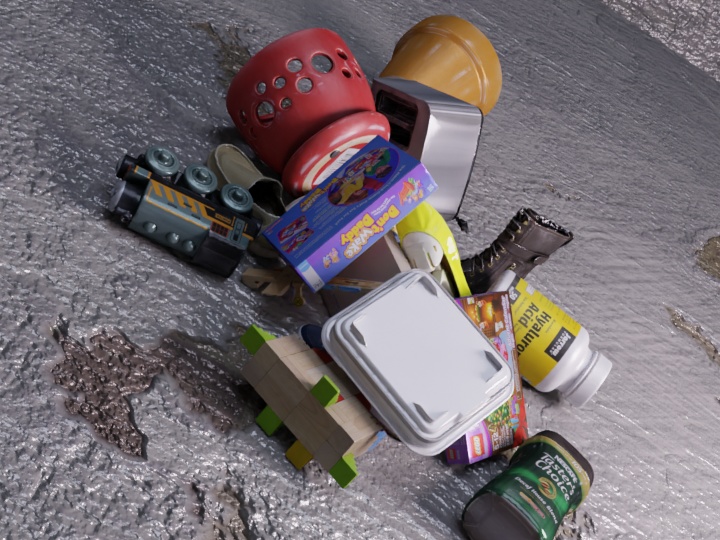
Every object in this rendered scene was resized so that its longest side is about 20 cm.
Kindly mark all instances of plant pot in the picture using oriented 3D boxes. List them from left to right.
[{"bbox_3d":[-0.066,-0.215,1.669,0.200,0.200,0.183,-11,62,-51],"label":"plant pot"},{"bbox_3d":[0.114,-0.311,1.995,0.200,0.201,0.183,41,47,7],"label":"plant pot"}]

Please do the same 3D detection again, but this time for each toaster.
[{"bbox_3d":[0.083,-0.176,1.730,0.118,0.182,0.200,0,22,-38],"label":"toaster"}]

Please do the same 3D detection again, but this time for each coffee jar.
[{"bbox_3d":[0.207,0.271,1.399,0.104,0.085,0.200,43,31,11],"label":"coffee jar"}]

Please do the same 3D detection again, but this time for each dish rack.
[{"bbox_3d":[0.072,0.094,1.334,0.171,0.044,0.200,-32,73,-30],"label":"dish rack"}]

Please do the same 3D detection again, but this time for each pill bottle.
[{"bbox_3d":[0.252,0.100,1.644,0.200,0.112,0.111,38,31,2],"label":"pill bottle"}]

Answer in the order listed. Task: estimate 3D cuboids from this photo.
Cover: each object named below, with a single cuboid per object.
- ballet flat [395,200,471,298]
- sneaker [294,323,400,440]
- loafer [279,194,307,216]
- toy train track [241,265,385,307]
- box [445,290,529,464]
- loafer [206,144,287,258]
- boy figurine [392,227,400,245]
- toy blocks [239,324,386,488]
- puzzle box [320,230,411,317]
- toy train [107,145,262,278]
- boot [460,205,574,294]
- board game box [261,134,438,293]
[{"bbox_3d":[0.095,-0.001,1.483,0.201,0.066,0.067,64,28,-25],"label":"ballet flat"},{"bbox_3d":[0.020,0.108,1.404,0.200,0.109,0.070,39,33,3],"label":"sneaker"},{"bbox_3d":[-0.040,-0.083,1.638,0.199,0.063,0.072,-21,102,-33],"label":"loafer"},{"bbox_3d":[-0.052,0.025,1.446,0.198,0.033,0.115,5,24,18],"label":"toy train track"},{"bbox_3d":[0.150,0.132,1.465,0.136,0.039,0.202,-8,90,-48],"label":"box"},{"bbox_3d":[-0.143,-0.105,1.564,0.075,0.068,0.201,1,46,-44],"label":"loafer"},{"bbox_3d":[0.051,-0.024,1.620,0.064,0.125,0.200,2,13,13],"label":"boy figurine"},{"bbox_3d":[-0.042,0.143,1.332,0.200,0.100,0.137,47,21,14],"label":"toy blocks"},{"bbox_3d":[0.000,0.000,1.505,0.025,0.133,0.201,14,38,-39],"label":"puzzle box"},{"bbox_3d":[-0.217,-0.073,1.443,0.199,0.085,0.114,26,42,-16],"label":"toy train"},{"bbox_3d":[0.194,-0.028,1.693,0.199,0.174,0.069,13,38,-33],"label":"boot"},{"bbox_3d":[-0.016,-0.074,1.448,0.045,0.200,0.134,52,-5,-30],"label":"board game box"}]
